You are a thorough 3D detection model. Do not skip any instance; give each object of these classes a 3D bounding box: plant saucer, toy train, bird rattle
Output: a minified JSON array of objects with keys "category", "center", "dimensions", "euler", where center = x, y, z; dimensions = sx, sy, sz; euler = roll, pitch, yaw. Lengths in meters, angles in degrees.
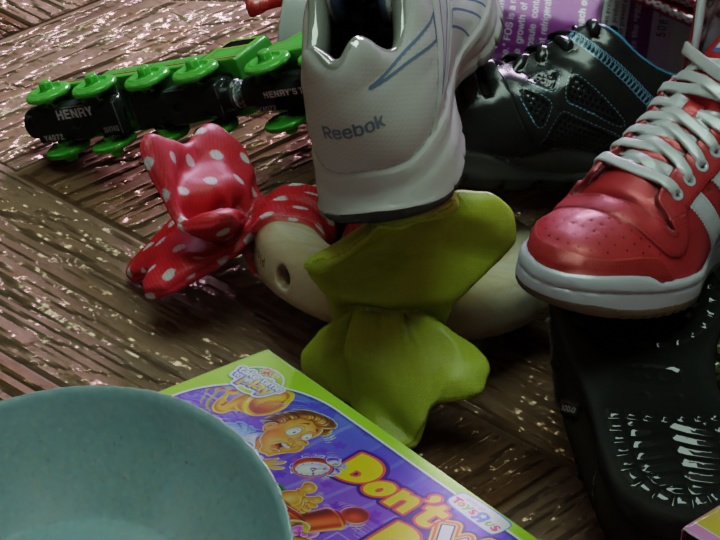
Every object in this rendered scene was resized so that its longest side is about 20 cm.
[{"category":"plant saucer","center":[-0.112,0.129,1.002],"dimensions":[0.200,0.039,0.202],"euler":[-12,47,13]},{"category":"toy train","center":[-0.070,-0.084,1.344],"dimensions":[0.199,0.042,0.056],"euler":[-5,24,35]},{"category":"bird rattle","center":[0.000,0.000,1.256],"dimensions":[0.163,0.113,0.200],"euler":[-6,17,-38]}]

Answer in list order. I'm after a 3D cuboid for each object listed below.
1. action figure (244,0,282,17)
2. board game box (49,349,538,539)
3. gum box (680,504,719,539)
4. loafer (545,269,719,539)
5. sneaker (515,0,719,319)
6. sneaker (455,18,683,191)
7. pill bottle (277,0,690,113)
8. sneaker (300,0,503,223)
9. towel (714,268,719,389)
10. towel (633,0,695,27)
[{"category":"action figure","center":[0.045,-0.152,1.444],"dimensions":[0.199,0.066,0.052],"euler":[-12,35,18]},{"category":"board game box","center":[-0.026,0.111,1.079],"dimensions":[0.134,0.045,0.200],"euler":[-21,38,-35]},{"category":"gum box","center":[0.221,0.140,1.034],"dimensions":[0.200,0.066,0.113],"euler":[29,38,36]},{"category":"loafer","center":[0.105,0.054,1.160],"dimensions":[0.073,0.072,0.200],"euler":[8,35,-5]},{"category":"sneaker","center":[0.134,-0.054,1.162],"dimensions":[0.071,0.113,0.200],"euler":[26,30,29]},{"category":"sneaker","center":[0.075,-0.073,1.268],"dimensions":[0.199,0.082,0.073],"euler":[8,6,-14]},{"category":"pill bottle","center":[0.064,-0.101,1.379],"dimensions":[0.199,0.113,0.112],"euler":[8,31,6]},{"category":"sneaker","center":[0.014,-0.106,1.188],"dimensions":[0.074,0.087,0.200],"euler":[-9,36,11]},{"category":"towel","center":[0.209,0.022,1.262],"dimensions":[0.199,0.037,0.148],"euler":[17,32,23]},{"category":"towel","center":[0.191,-0.140,1.350],"dimensions":[0.144,0.023,0.200],"euler":[24,26,7]}]
